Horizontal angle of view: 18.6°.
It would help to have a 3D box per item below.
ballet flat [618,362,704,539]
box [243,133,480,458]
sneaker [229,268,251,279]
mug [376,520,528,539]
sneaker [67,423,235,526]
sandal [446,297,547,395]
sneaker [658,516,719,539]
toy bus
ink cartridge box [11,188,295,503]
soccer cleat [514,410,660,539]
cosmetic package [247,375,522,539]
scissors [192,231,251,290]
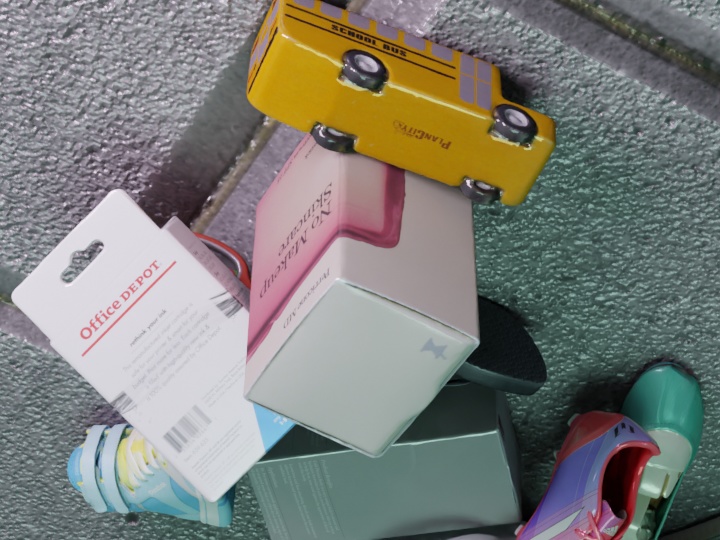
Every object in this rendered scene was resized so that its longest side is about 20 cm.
[{"bbox_3d":[0.219,0.163,1.685,0.067,0.071,0.201,11,131,-3],"label":"ballet flat"},{"bbox_3d":[0.000,0.000,1.467,0.109,0.201,0.128,25,126,-19],"label":"box"},{"bbox_3d":[-0.056,0.055,1.612,0.199,0.077,0.084,18,137,1],"label":"sneaker"},{"bbox_3d":[0.069,0.259,1.714,0.174,0.148,0.200,-18,151,1],"label":"mug"},{"bbox_3d":[-0.161,0.140,1.651,0.130,0.080,0.200,5,153,2],"label":"sneaker"},{"bbox_3d":[0.040,0.046,1.589,0.199,0.076,0.043,18,130,-11],"label":"sandal"},{"bbox_3d":[0.264,0.258,1.759,0.199,0.080,0.071,-30,127,26],"label":"sneaker"},{"bbox_3d":[0.028,-0.112,1.447,0.199,0.079,0.065,19,127,-13],"label":"toy bus"},{"bbox_3d":[-0.129,0.046,1.514,0.116,0.067,0.200,-44,94,9],"label":"ink cartridge box"},{"bbox_3d":[0.158,0.201,1.627,0.066,0.076,0.201,22,90,-37],"label":"soccer cleat"},{"bbox_3d":[0.019,0.141,1.670,0.199,0.090,0.107,-8,130,7],"label":"cosmetic package"},{"bbox_3d":[-0.058,0.033,1.560,0.199,0.074,0.014,21,160,3],"label":"scissors"}]
